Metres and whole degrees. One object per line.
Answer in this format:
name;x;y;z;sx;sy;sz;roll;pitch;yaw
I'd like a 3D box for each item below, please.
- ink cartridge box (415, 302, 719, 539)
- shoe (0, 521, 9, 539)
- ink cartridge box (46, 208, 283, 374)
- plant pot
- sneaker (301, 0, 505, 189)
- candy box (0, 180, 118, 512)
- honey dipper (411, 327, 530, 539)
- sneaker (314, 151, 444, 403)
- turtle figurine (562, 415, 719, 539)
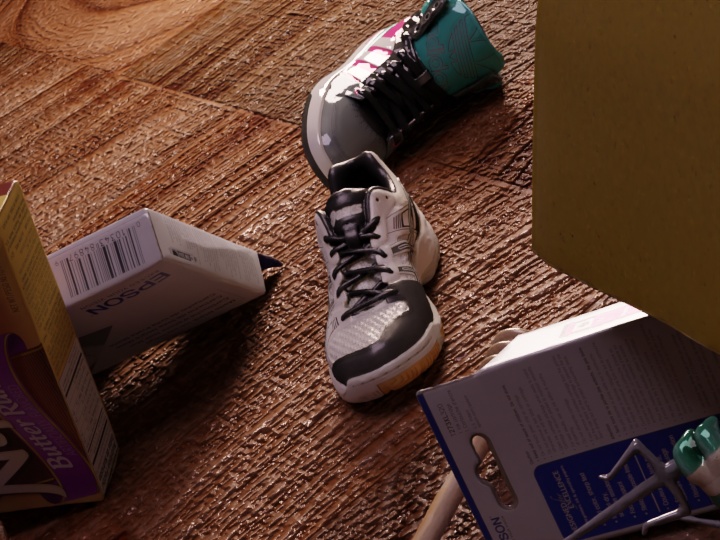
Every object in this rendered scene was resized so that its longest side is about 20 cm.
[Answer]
ink cartridge box;0.131;0.060;0.818;0.198;0.095;0.037;-20;15;24
shoe;-0.301;0.173;1.155;0.198;0.070;0.053;-9;23;37
ink cartridge box;-0.167;0.032;1.231;0.198;0.041;0.200;-25;-17;18
plant pot;0.181;-0.099;0.717;0.193;0.202;0.195;-18;23;-21
sneaker;0.041;-0.136;1.350;0.120;0.084;0.200;-26;20;35
candy box;-0.230;0.052;1.117;0.115;0.202;0.057;-8;31;11
honey dipper;0.046;0.108;0.915;0.038;0.038;0.201;-11;35;39
sneaker;0.000;0.000;1.114;0.075;0.088;0.201;-24;26;12
turtle figurine;0.176;0.105;0.668;0.198;0.150;0.102;-21;63;15
